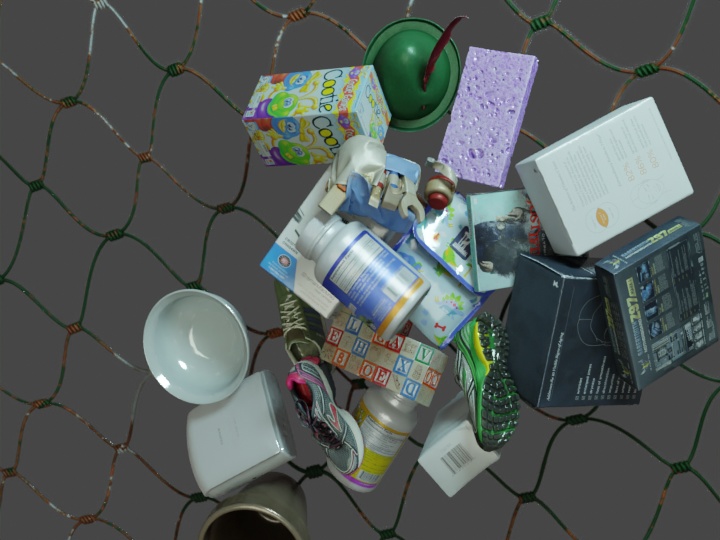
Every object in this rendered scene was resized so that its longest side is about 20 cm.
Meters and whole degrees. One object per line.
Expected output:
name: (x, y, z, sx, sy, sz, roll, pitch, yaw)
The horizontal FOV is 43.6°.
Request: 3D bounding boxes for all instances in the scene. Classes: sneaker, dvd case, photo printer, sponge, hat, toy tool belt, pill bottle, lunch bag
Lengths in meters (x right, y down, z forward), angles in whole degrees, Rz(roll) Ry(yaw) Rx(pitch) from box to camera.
sneaker: (-0.100, 0.098, 1.526, 0.066, 0.090, 0.204, -20, 96, 18)
dvd case: (0.259, -0.054, 1.380, 0.195, 0.022, 0.150, -8, 96, -19)
photo printer: (-0.218, 0.291, 1.576, 0.198, 0.069, 0.169, -29, 60, 19)
sponge: (0.193, -0.235, 1.377, 0.110, 0.030, 0.205, 17, 92, 27)
hat: (0.064, -0.305, 1.352, 0.163, 0.176, 0.204, 22, 106, 9)
toy tool belt: (0.041, -0.105, 1.339, 0.196, 0.125, 0.126, 18, 146, -5)
pill bottle: (0.030, 0.267, 1.522, 0.103, 0.104, 0.202, 33, 107, 5)
sneaker: (-0.064, 0.244, 1.463, 0.080, 0.075, 0.203, -27, 93, 27)
lunch bag: (0.134, -0.008, 1.431, 0.170, 0.127, 0.201, 42, 99, 0)
pill bottle: (0.000, 0.000, 1.347, 0.199, 0.112, 0.113, 40, 108, 8)
sneaker: (0.183, 0.171, 1.340, 0.085, 0.077, 0.204, -35, 48, 46)

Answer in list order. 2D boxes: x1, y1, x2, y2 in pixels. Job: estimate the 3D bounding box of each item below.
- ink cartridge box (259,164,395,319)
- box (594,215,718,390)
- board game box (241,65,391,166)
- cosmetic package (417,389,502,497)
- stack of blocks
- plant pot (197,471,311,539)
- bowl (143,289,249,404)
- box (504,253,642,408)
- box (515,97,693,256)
ink cartridge box: (-0.045, -0.045, 1.453, 0.145, 0.084, 0.202, 36, 91, 7)
box: (0.426, 0.048, 1.286, 0.156, 0.051, 0.203, -28, 116, -14)
board game box: (-0.067, -0.238, 1.403, 0.196, 0.105, 0.106, 0, 141, 24)
cosmetic package: (0.169, 0.258, 1.434, 0.113, 0.200, 0.081, -43, 89, 21)
stack of blocks: (0.041, 0.127, 1.456, 0.197, 0.058, 0.117, 20, 84, 34)
plant pot: (-0.167, 0.444, 1.565, 0.195, 0.175, 0.205, 3, 111, 8)
bowl: (-0.272, 0.122, 1.575, 0.196, 0.090, 0.206, 3, 103, 14)
box: (0.329, 0.090, 1.353, 0.193, 0.124, 0.205, 2, 105, -26)
box: (0.354, -0.135, 1.320, 0.197, 0.106, 0.155, -27, 95, -4)
